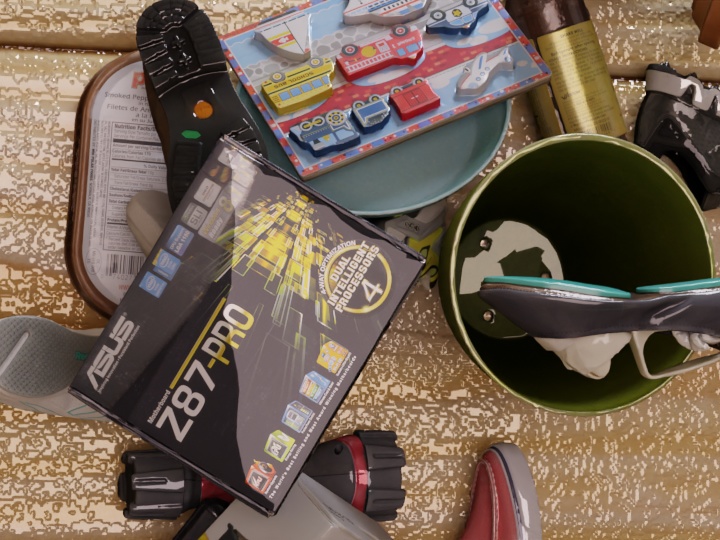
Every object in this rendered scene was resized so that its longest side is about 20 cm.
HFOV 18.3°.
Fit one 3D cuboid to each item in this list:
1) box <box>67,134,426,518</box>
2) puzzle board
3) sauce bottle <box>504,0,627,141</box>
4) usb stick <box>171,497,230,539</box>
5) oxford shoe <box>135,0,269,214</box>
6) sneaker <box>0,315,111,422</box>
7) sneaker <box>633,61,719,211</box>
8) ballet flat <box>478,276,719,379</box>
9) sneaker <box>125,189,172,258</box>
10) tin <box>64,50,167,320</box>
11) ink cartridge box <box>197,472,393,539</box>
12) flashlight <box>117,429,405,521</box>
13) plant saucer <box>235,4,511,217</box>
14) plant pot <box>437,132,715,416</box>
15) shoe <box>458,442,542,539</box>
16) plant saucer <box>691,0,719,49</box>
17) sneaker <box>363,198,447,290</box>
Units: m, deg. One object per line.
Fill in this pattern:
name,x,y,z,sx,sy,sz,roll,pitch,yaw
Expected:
box,-0.073,0.037,1.475,0.161,0.049,0.201,32,88,4
puzzle board,0.015,-0.154,1.602,0.199,0.017,0.151,-22,55,-14
sauce bottle,0.145,-0.168,1.656,0.064,0.065,0.201,-17,94,-11
usb stick,-0.144,0.244,1.577,0.055,0.033,0.200,33,102,-30
oxford shoe,-0.105,-0.083,1.550,0.072,0.084,0.201,-11,75,-7
sneaker,-0.191,0.072,1.584,0.199,0.080,0.071,13,71,-31
sneaker,0.291,-0.079,1.688,0.199,0.066,0.091,23,88,-7
ballet flat,0.174,0.037,1.455,0.199,0.073,0.074,0,89,-14
sneaker,-0.108,0.038,1.564,0.088,0.075,0.200,-43,84,25
tin,-0.151,-0.060,1.607,0.111,0.042,0.201,4,88,-16
ink cartridge box,-0.066,0.246,1.545,0.200,0.083,0.146,-47,138,3
flashlight,-0.069,0.150,1.602,0.199,0.068,0.068,0,123,-17
plant saucer,0.009,-0.108,1.599,0.199,0.036,0.201,-2,52,2
plant pot,0.129,0.003,1.581,0.186,0.200,0.188,0,90,-12
shoe,0.079,0.228,1.633,0.090,0.071,0.201,-3,94,-17
plant saucer,0.282,-0.260,1.621,0.032,0.200,0.201,20,85,7
sneaker,0.000,0.000,1.580,0.200,0.075,0.077,-23,110,-45
